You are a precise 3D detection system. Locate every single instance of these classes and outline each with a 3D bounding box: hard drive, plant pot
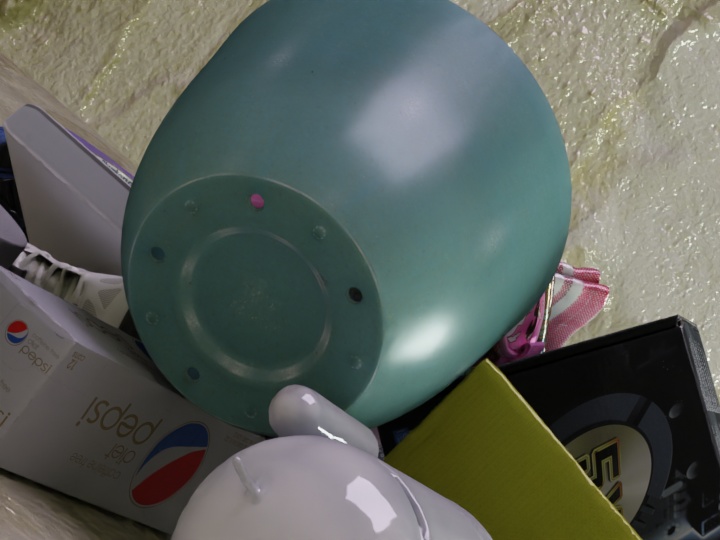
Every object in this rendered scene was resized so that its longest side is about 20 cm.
[{"bbox_3d":[-0.145,0.007,1.400,0.132,0.026,0.201,40,-25,24],"label":"hard drive"},{"bbox_3d":[-0.019,-0.014,1.122,0.200,0.201,0.161,39,32,1],"label":"plant pot"}]

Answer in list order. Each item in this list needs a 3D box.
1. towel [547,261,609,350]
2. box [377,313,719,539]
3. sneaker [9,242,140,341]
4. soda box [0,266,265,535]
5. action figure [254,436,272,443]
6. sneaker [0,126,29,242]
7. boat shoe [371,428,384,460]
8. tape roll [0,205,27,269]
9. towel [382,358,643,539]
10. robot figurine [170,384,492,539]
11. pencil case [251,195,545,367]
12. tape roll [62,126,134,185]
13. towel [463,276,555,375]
[{"bbox_3d":[0.029,0.030,1.425,0.198,0.147,0.030,11,52,-18],"label":"towel"},{"bbox_3d":[0.114,0.142,1.212,0.086,0.162,0.202,19,56,-75],"label":"box"},{"bbox_3d":[-0.171,0.020,1.274,0.115,0.076,0.200,30,-9,-13],"label":"sneaker"},{"bbox_3d":[-0.123,0.065,1.126,0.064,0.068,0.200,40,2,27],"label":"soda box"},{"bbox_3d":[-0.018,0.129,1.288,0.130,0.070,0.201,18,-29,39],"label":"action figure"},{"bbox_3d":[-0.235,-0.063,1.472,0.199,0.076,0.078,23,4,-34],"label":"sneaker"},{"bbox_3d":[-0.022,0.079,1.386,0.199,0.068,0.072,14,-50,54],"label":"boat shoe"},{"bbox_3d":[-0.261,-0.051,1.198,0.200,0.066,0.200,40,3,-2],"label":"tape roll"},{"bbox_3d":[0.099,0.141,1.143,0.200,0.086,0.018,50,29,9],"label":"towel"},{"bbox_3d":[-0.008,0.135,1.014,0.200,0.112,0.171,34,40,-60],"label":"robot figurine"},{"bbox_3d":[0.000,0.000,1.264,0.198,0.083,0.087,5,-51,17],"label":"pencil case"},{"bbox_3d":[-0.167,-0.010,1.759,0.200,0.085,0.200,39,3,-2],"label":"tape roll"},{"bbox_3d":[0.009,-0.006,1.323,0.198,0.148,0.022,13,40,12],"label":"towel"}]
